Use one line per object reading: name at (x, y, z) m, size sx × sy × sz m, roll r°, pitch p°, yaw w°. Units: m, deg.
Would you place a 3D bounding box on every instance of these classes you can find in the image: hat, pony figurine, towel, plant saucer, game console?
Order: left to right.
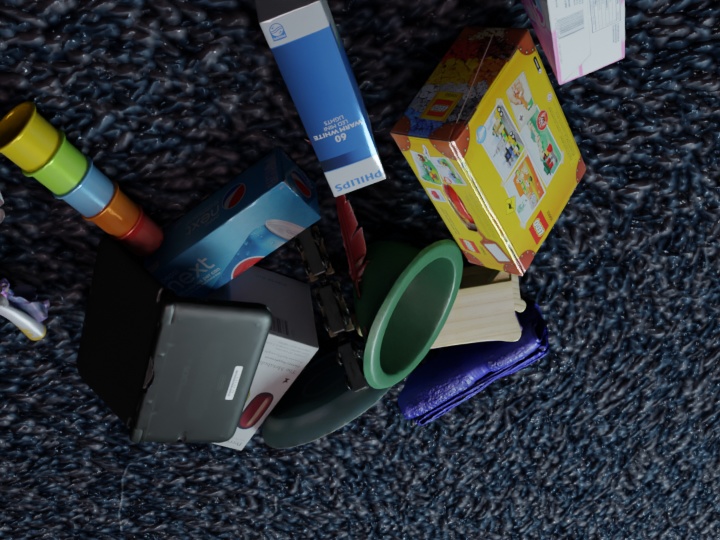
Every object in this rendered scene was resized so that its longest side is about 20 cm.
pony figurine at (-0.419, 0.018, 0.934) m, size 0.191 × 0.168 × 0.200 m, roll -16°, pitch 149°, yaw 14°
game console at (-0.209, 0.080, 0.987) m, size 0.174 × 0.117 × 0.201 m, roll 5°, pitch 126°, yaw -23°
plant saucer at (-0.039, 0.142, 1.096) m, size 0.199 × 0.200 × 0.028 m, roll -27°, pitch 105°, yaw 13°
hat at (0.000, 0.000, 0.988) m, size 0.201 × 0.175 × 0.165 m, roll -63°, pitch 153°, yaw 5°
towel at (0.147, 0.119, 1.138) m, size 0.199 × 0.148 × 0.050 m, roll -31°, pitch 93°, yaw 17°

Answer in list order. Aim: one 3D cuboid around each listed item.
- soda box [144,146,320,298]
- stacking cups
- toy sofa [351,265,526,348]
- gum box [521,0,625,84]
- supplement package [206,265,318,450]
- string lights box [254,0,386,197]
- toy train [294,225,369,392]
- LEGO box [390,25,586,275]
soda box at (-0.142, -0.042, 0.979) m, size 0.199 × 0.064 × 0.068 m, roll -33°, pitch 130°, yaw 18°
stacking cups at (-0.277, -0.087, 0.918) m, size 0.060 × 0.061 × 0.200 m, roll -31°, pitch 134°, yaw 17°
toy sofa at (0.089, 0.040, 1.065) m, size 0.198 × 0.083 × 0.099 m, roll -9°, pitch 99°, yaw -4°
gum box at (0.170, -0.261, 0.758) m, size 0.066 × 0.114 × 0.200 m, roll -21°, pitch 159°, yaw 9°
supplement package at (-0.149, 0.104, 1.079) m, size 0.113 × 0.110 × 0.200 m, roll 19°, pitch 126°, yaw -26°
string lights box at (-0.036, -0.181, 0.846) m, size 0.058 × 0.103 × 0.201 m, roll -19°, pitch 133°, yaw 5°
toy train at (-0.030, 0.040, 1.020) m, size 0.034 × 0.202 × 0.046 m, roll -21°, pitch 173°, yaw 10°
LEGO box at (0.136, -0.118, 0.905) m, size 0.149 × 0.077 × 0.200 m, roll -55°, pitch 134°, yaw -20°
